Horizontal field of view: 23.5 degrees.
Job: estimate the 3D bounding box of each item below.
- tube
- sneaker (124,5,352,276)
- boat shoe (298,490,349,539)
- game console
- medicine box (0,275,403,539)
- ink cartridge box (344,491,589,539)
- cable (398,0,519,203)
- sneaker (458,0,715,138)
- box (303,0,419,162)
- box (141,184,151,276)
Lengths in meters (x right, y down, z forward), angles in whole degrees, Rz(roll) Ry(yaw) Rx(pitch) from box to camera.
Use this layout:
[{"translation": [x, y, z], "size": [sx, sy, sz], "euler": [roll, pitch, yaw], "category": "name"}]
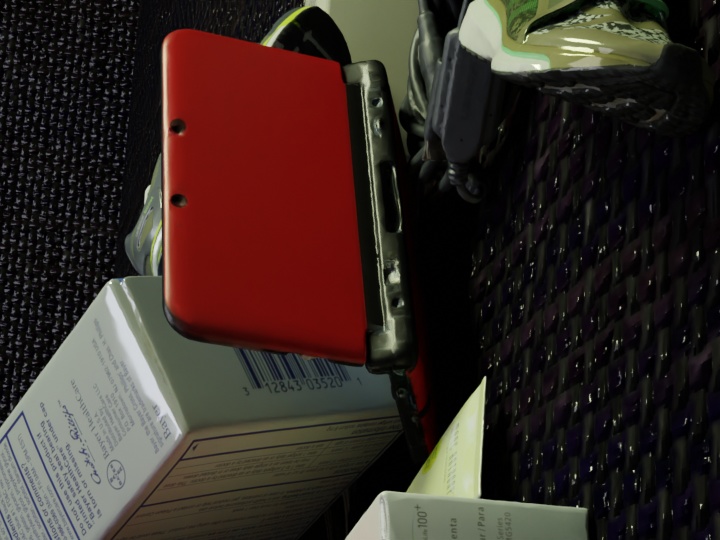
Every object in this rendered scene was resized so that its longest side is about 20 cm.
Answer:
[{"translation": [0.028, 0.146, 0.881], "size": [0.058, 0.052, 0.201], "euler": [51, 138, 28], "category": "tube"}, {"translation": [-0.077, -0.074, 1.015], "size": [0.081, 0.074, 0.201], "euler": [13, 65, 48], "category": "sneaker"}, {"translation": [-0.040, 0.201, 1.107], "size": [0.064, 0.070, 0.202], "euler": [-117, 28, -69], "category": "boat shoe"}, {"translation": [-0.031, -0.011, 0.931], "size": [0.173, 0.117, 0.201], "euler": [75, -171, -54], "category": "game console"}, {"translation": [-0.098, 0.101, 0.985], "size": [0.200, 0.181, 0.103], "euler": [-48, 60, 34], "category": "medicine box"}, {"translation": [-0.013, 0.150, 0.765], "size": [0.200, 0.172, 0.044], "euler": [120, 154, -59], "category": "ink cartridge box"}, {"translation": [0.059, -0.142, 0.914], "size": [0.163, 0.050, 0.202], "euler": [-108, 24, -72], "category": "cable"}, {"translation": [0.092, -0.113, 0.694], "size": [0.200, 0.076, 0.089], "euler": [-128, 55, -69], "category": "sneaker"}, {"translation": [0.001, -0.160, 1.105], "size": [0.082, 0.068, 0.202], "euler": [136, 140, -70], "category": "box"}, {"translation": [-0.073, 0.033, 1.118], "size": [0.201, 0.077, 0.096], "euler": [67, -163, -53], "category": "box"}]
